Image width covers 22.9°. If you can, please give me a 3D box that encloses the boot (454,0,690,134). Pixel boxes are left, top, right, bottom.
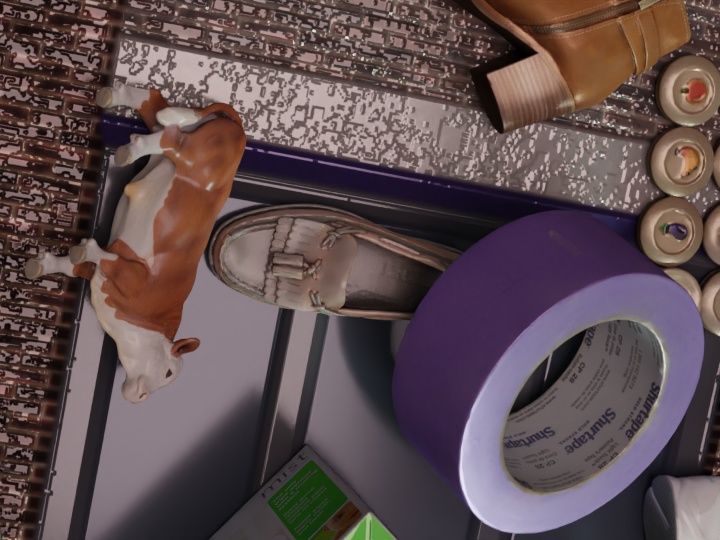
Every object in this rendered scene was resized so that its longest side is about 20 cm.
[{"bbox_3d":[0.131,-0.206,1.184,0.153,0.074,0.202,-25,116,-9],"label":"boot"}]

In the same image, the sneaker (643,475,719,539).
[{"bbox_3d":[0.254,0.246,1.290,0.079,0.070,0.203,-4,99,-17],"label":"sneaker"}]

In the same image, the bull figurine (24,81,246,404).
[{"bbox_3d":[-0.138,-0.020,1.133,0.121,0.065,0.202,24,84,-49],"label":"bull figurine"}]

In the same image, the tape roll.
[{"bbox_3d":[0.124,0.068,1.174,0.198,0.085,0.202,-19,129,-25],"label":"tape roll"}]

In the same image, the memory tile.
[{"bbox_3d":[0.272,-0.051,1.274,0.151,0.017,0.203,3,98,-16],"label":"memory tile"}]

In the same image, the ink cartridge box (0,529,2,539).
[{"bbox_3d":[-0.265,0.155,1.092,0.083,0.146,0.203,-12,102,-14],"label":"ink cartridge box"}]

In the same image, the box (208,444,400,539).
[{"bbox_3d":[-0.055,0.232,1.147,0.200,0.176,0.097,-44,107,-4],"label":"box"}]

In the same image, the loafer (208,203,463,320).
[{"bbox_3d":[0.000,0.000,1.183,0.198,0.063,0.073,10,97,-17],"label":"loafer"}]
